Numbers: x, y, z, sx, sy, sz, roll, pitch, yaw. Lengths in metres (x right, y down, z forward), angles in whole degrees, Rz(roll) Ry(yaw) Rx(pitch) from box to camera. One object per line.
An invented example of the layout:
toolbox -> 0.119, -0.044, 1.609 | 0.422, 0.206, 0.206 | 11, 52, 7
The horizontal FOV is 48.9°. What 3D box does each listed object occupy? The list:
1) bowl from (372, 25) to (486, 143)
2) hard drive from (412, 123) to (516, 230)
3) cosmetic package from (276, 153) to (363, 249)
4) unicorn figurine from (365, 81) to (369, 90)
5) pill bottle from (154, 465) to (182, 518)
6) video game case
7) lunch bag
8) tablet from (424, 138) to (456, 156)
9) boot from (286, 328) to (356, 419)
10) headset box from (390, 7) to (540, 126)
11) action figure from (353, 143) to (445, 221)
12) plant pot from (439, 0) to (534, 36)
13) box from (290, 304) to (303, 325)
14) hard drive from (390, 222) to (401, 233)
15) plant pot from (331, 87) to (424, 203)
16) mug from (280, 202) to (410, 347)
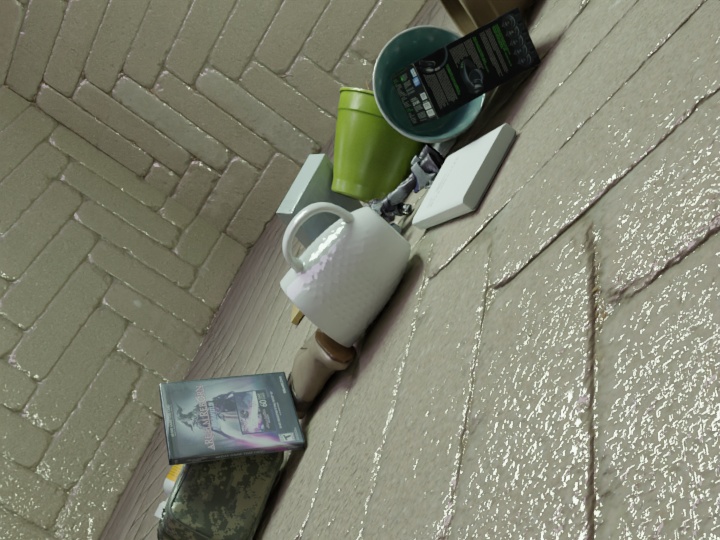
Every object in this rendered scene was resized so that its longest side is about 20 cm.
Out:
bowl -> 0.115, -0.311, 1.392 | 0.203, 0.199, 0.105 | -58, 0, -8
hard drive -> 0.148, -0.133, 1.167 | 0.133, 0.026, 0.200 | -60, 11, -12
cosmetic package -> -0.069, -0.110, 1.603 | 0.051, 0.201, 0.152 | 6, 57, 41
unicorn figurine -> 0.009, -0.538, 2.728 | 0.137, 0.073, 0.202 | -42, 31, 22
pill bottle -> -0.293, 0.379, 1.464 | 0.202, 0.112, 0.113 | -63, 13, -21
video game case -> -0.193, 0.217, 1.182 | 0.144, 0.196, 0.019 | -115, 30, -45
lunch bag -> -0.218, 0.349, 1.191 | 0.169, 0.137, 0.202 | 119, 174, -47
tablet -> 0.145, -0.240, 1.495 | 0.131, 0.014, 0.201 | -51, 13, 33
boot -> -0.071, 0.165, 1.236 | 0.148, 0.069, 0.200 | -62, 10, 9
headset box -> 0.166, -0.319, 1.250 | 0.197, 0.094, 0.174 | -29, 10, -4
action figure -> 0.062, -0.123, 1.352 | 0.200, 0.070, 0.130 | -42, 1, 25
plant pot -> 0.244, -0.521, 1.442 | 0.174, 0.201, 0.201 | -38, 14, 6
box -> -0.094, 0.011, 1.813 | 0.201, 0.021, 0.164 | -53, 12, 20
hard drive -> 0.000, 0.000, 1.440 | 0.134, 0.025, 0.200 | -63, 13, -24
plant pot -> 0.028, -0.230, 1.547 | 0.200, 0.196, 0.197 | -144, 70, -78
mug -> -0.029, -0.015, 1.182 | 0.176, 0.199, 0.148 | -48, 28, 5
